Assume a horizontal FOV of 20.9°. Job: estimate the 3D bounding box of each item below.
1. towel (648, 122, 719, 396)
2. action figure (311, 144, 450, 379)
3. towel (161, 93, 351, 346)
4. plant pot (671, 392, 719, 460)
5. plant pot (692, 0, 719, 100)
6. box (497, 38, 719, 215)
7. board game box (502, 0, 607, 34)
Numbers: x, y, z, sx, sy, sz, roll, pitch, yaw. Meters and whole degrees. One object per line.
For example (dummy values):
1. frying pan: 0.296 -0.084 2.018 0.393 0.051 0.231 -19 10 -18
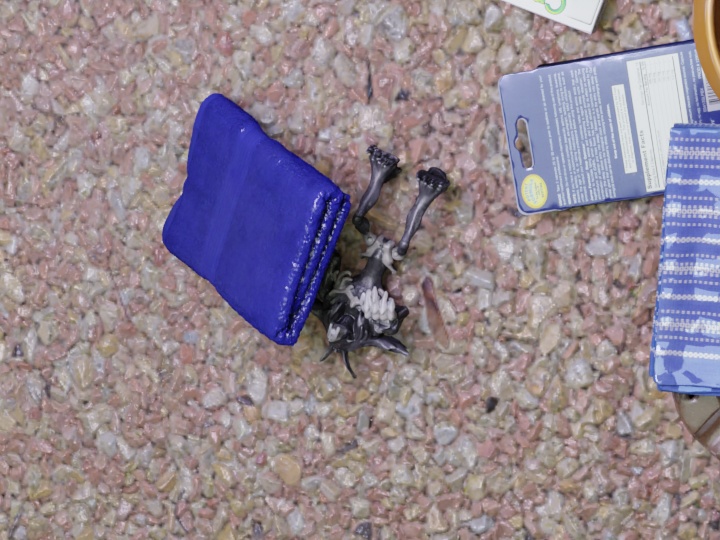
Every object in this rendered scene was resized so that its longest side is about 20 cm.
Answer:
1. towel: 0.283 -0.002 1.394 0.143 0.024 0.202 5 108 12
2. action figure: 0.000 0.000 1.641 0.118 0.102 0.202 27 107 22
3. towel: -0.087 -0.044 1.630 0.200 0.049 0.149 40 119 46
4. plant pot: 0.323 0.061 1.523 0.198 0.198 0.202 3 103 14
5. plant pot: 0.335 -0.190 1.461 0.198 0.183 0.202 0 96 -3
6. box: 0.218 -0.119 1.597 0.198 0.032 0.122 -8 99 13
7. board game box: 0.120 -0.287 1.586 0.198 0.035 0.127 22 106 9
